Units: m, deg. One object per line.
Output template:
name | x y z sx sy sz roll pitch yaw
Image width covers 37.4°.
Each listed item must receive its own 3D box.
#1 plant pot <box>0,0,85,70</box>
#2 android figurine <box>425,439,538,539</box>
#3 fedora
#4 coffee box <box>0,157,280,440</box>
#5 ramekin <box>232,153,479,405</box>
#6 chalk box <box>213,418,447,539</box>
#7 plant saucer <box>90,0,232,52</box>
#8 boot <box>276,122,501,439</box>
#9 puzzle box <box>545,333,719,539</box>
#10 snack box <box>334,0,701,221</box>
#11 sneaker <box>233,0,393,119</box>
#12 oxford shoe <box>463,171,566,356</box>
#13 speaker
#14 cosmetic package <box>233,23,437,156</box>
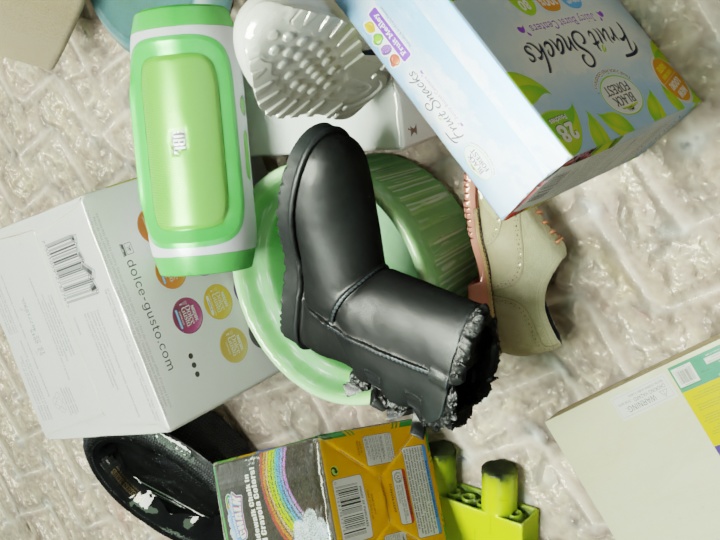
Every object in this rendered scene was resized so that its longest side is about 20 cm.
plant pot | -0.333 -0.331 0.939 0.177 0.199 0.200 -42 60 27
android figurine | 0.092 0.252 0.927 0.182 0.041 0.201 14 113 35
fedora | -0.178 0.192 1.075 0.200 0.092 0.201 19 136 19
coffee box | -0.188 0.020 0.958 0.200 0.197 0.200 -13 98 44
ramekin | 0.000 0.000 0.868 0.199 0.098 0.201 15 115 34
chalk box | -0.040 0.211 0.924 0.200 0.124 0.125 -22 74 48
plant saucer | -0.195 -0.284 0.968 0.200 0.027 0.201 14 114 35
boot | 0.021 0.011 0.742 0.162 0.073 0.199 27 129 31
puzzle box | 0.244 0.128 0.767 0.200 0.025 0.133 -35 83 41
snack box | 0.106 -0.134 0.663 0.169 0.200 0.068 55 131 10
sneaker | -0.040 -0.149 0.680 0.076 0.200 0.081 -36 81 13
oxford shoe | 0.116 -0.033 0.796 0.073 0.071 0.201 -2 106 13
speaker | -0.129 -0.099 0.825 0.088 0.088 0.201 -1 97 39
cosmetic package | -0.030 -0.153 0.848 0.199 0.081 0.113 4 109 37
